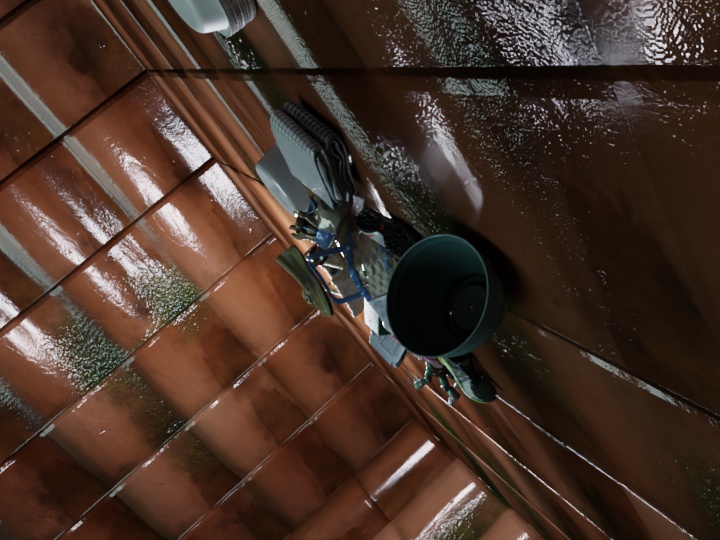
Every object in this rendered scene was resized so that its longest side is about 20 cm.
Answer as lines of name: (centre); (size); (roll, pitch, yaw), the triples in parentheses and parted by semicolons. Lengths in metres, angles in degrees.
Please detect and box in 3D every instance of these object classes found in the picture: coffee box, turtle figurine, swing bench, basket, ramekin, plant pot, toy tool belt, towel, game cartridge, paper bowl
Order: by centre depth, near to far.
plant pot: (0.160, 0.053, 1.186); (0.134, 0.201, 0.200); (18, -162, -48)
paper bowl: (-0.282, -0.502, 1.243); (0.201, 0.104, 0.201); (48, 169, 12)
towel: (-0.090, -0.239, 1.465); (0.165, 0.085, 0.200); (42, 167, 31)
basket: (0.000, 0.000, 1.614); (0.177, 0.198, 0.140); (60, -163, -47)
toy tool belt: (-0.105, -0.114, 1.641); (0.122, 0.125, 0.201); (30, 128, 3)
coffee box: (0.043, 0.048, 1.768); (0.123, 0.044, 0.202); (-145, 53, -69)
ramekin: (-0.189, -0.239, 1.885); (0.201, 0.098, 0.201); (47, 171, 10)
turtle figurine: (0.210, 0.280, 2.019); (0.200, 0.150, 0.101); (43, 154, -11)
game cartridge: (0.098, 0.167, 2.022); (0.133, 0.041, 0.201); (43, 130, 22)
swing bench: (-0.065, 0.007, 2.218); (0.200, 0.130, 0.199); (35, 164, 37)

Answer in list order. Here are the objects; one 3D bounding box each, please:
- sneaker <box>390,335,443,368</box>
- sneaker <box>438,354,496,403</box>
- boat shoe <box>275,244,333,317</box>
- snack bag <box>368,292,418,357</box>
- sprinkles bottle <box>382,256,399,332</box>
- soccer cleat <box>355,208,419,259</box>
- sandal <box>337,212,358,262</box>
sneaker: (0.160, 0.179, 1.911); (0.199, 0.096, 0.079); (30, 178, 33)
sneaker: (0.267, 0.253, 1.789); (0.200, 0.074, 0.081); (46, 167, 13)
boat shoe: (-0.129, 0.033, 1.655); (0.201, 0.063, 0.073); (57, 179, 19)
snack bag: (0.143, 0.106, 1.520); (0.200, 0.187, 0.021); (53, -148, -28)
sprinkles bottle: (0.092, 0.048, 1.546); (0.068, 0.068, 0.201); (43, 142, 34)
soccer cleat: (0.070, -0.070, 1.476); (0.073, 0.069, 0.200); (25, -173, -44)
sandal: (-0.020, -0.117, 1.708); (0.077, 0.069, 0.213); (-15, 97, 52)
